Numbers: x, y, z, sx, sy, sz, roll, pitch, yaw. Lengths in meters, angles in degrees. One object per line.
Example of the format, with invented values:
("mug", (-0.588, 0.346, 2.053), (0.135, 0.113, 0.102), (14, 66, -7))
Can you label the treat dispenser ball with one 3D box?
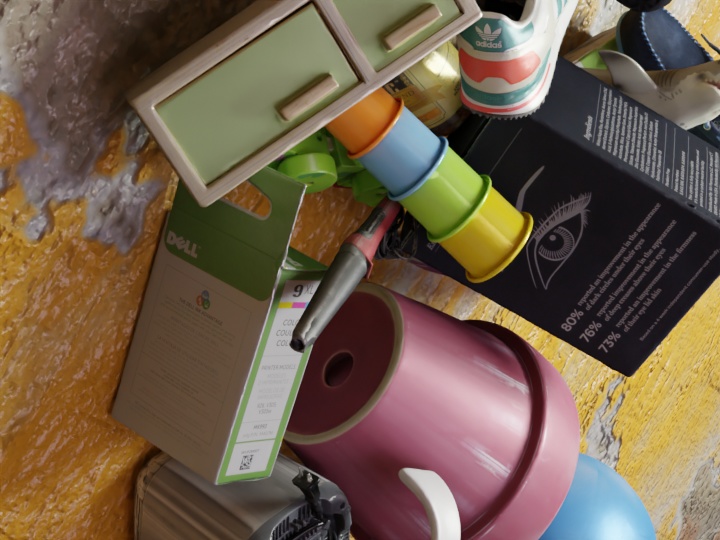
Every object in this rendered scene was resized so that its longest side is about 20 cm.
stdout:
("treat dispenser ball", (0.165, 0.259, 1.385), (0.200, 0.200, 0.202), (-30, 134, -37))

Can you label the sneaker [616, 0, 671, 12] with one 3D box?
("sneaker", (0.179, -0.280, 1.085), (0.083, 0.072, 0.201), (-29, 92, -40))

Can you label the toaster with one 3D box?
("toaster", (-0.084, 0.197, 1.085), (0.113, 0.129, 0.201), (-32, 135, -37))

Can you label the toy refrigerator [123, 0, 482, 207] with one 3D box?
("toy refrigerator", (-0.034, -0.126, 0.913), (0.199, 0.070, 0.076), (-34, 106, -5))

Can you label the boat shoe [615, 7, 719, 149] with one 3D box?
("boat shoe", (0.279, -0.132, 1.200), (0.200, 0.068, 0.084), (44, 59, -18))

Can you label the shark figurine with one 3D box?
("shark figurine", (0.167, -0.149, 1.138), (0.090, 0.213, 0.129), (-67, 180, -51))

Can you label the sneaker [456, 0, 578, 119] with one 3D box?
("sneaker", (0.103, -0.196, 0.998), (0.094, 0.070, 0.201), (79, 23, -53))

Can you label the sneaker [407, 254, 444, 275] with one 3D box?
("sneaker", (0.107, -0.029, 1.236), (0.200, 0.080, 0.089), (11, 97, -59))

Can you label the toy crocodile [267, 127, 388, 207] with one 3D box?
("toy crocodile", (-0.025, -0.080, 1.045), (0.199, 0.061, 0.068), (7, 65, -53))

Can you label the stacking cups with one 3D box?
("stacking cups", (0.021, -0.076, 1.002), (0.200, 0.060, 0.061), (40, 77, -16))

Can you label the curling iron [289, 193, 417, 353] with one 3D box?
("curling iron", (0.000, 0.000, 0.979), (0.200, 0.025, 0.050), (-52, 135, -59))

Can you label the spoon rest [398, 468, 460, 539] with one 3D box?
("spoon rest", (0.009, 0.233, 1.050), (0.099, 0.061, 0.201), (13, 108, -50))

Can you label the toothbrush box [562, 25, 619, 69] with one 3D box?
("toothbrush box", (0.214, -0.084, 1.240), (0.145, 0.086, 0.201), (-34, 100, -34))

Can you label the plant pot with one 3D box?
("plant pot", (0.033, 0.105, 1.141), (0.179, 0.200, 0.201), (39, 80, -39))

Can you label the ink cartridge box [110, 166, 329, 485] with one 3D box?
("ink cartridge box", (-0.082, 0.024, 0.996), (0.059, 0.103, 0.201), (0, 112, -52))

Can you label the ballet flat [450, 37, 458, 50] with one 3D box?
("ballet flat", (0.038, -0.213, 1.030), (0.065, 0.070, 0.200), (-41, 138, -12))

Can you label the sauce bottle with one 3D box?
("sauce bottle", (0.003, -0.162, 1.007), (0.200, 0.066, 0.066), (41, 79, -40))

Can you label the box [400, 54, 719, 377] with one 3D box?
("box", (0.151, -0.045, 1.097), (0.148, 0.199, 0.105), (-54, -171, 35))
